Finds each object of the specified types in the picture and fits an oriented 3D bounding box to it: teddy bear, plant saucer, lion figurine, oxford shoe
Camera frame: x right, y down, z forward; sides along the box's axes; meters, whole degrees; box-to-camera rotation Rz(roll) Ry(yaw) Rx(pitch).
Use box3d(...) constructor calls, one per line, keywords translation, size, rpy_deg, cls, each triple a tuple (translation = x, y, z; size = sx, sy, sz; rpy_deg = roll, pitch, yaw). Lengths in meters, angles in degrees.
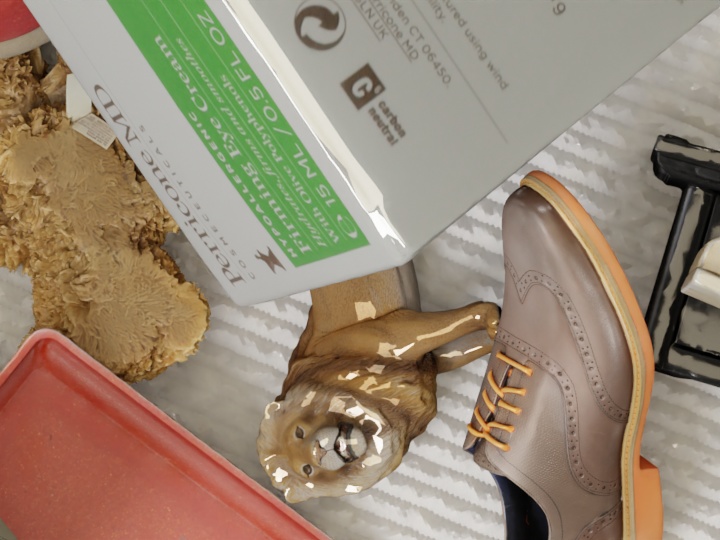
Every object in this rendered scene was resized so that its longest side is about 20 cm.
box3d(translation=(-0.124, -0.042, 1.315), size=(0.145, 0.067, 0.200), rpy_deg=(-33, 80, -5), cls="teddy bear")
box3d(translation=(-0.130, 0.155, 1.285), size=(0.200, 0.037, 0.200), rpy_deg=(39, 88, -20), cls="plant saucer")
box3d(translation=(0.000, 0.000, 1.305), size=(0.122, 0.072, 0.200), rpy_deg=(-14, 74, 11), cls="lion figurine")
box3d(translation=(0.082, 0.054, 1.248), size=(0.073, 0.071, 0.200), rpy_deg=(-22, 116, -21), cls="oxford shoe")

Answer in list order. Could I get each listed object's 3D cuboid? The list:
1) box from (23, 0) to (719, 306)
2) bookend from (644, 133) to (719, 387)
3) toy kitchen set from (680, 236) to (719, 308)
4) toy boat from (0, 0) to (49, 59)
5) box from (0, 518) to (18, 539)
box3d(translation=(-0.003, -0.125, 1.171), size=(0.200, 0.171, 0.199), rpy_deg=(-39, 99, -23), cls="box")
box3d(translation=(0.198, 0.062, 1.271), size=(0.200, 0.092, 0.199), rpy_deg=(17, 90, 5), cls="bookend")
box3d(translation=(0.234, -0.043, 1.124), size=(0.163, 0.200, 0.180), rpy_deg=(22, 89, 4), cls="toy kitchen set")
box3d(translation=(-0.153, -0.190, 1.261), size=(0.200, 0.131, 0.131), rpy_deg=(-42, 57, -4), cls="toy boat")
box3d(translation=(-0.215, 0.093, 1.204), size=(0.082, 0.068, 0.200), rpy_deg=(-43, 63, 2), cls="box")
